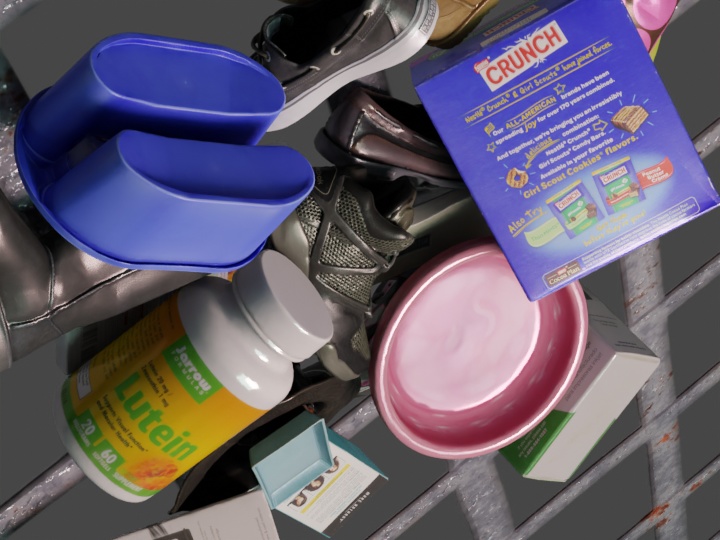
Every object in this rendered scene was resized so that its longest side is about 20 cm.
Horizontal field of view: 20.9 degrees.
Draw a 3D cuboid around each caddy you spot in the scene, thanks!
[{"bbox_3d":[-0.130,-0.071,1.279,0.200,0.141,0.105,4,146,-42],"label":"caddy"}]

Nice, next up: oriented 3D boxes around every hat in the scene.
[{"bbox_3d":[-0.098,0.118,1.618,0.201,0.081,0.201,-35,166,-10],"label":"hat"}]

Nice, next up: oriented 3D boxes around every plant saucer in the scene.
[{"bbox_3d":[-0.059,0.159,1.638,0.070,0.019,0.200,-35,166,-8],"label":"plant saucer"},{"bbox_3d":[0.092,0.059,1.619,0.200,0.051,0.201,-12,118,-23],"label":"plant saucer"}]

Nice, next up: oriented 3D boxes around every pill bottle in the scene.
[{"bbox_3d":[-0.121,0.074,1.444,0.200,0.111,0.111,-37,153,18],"label":"pill bottle"}]

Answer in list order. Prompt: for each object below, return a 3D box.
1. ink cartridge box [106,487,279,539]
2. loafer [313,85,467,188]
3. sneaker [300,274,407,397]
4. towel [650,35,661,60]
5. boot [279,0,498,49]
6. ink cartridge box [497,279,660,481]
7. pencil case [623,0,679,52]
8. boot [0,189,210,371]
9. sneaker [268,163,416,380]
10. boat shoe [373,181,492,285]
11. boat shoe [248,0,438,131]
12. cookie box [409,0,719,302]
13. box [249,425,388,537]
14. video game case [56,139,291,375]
[{"bbox_3d":[-0.168,0.247,1.627,0.200,0.067,0.116,-18,172,-7],"label":"ink cartridge box"},{"bbox_3d":[0.051,-0.107,1.545,0.200,0.072,0.063,0,124,-47],"label":"loafer"},{"bbox_3d":[0.031,0.048,1.713,0.200,0.086,0.080,-25,168,6],"label":"sneaker"},{"bbox_3d":[0.188,-0.184,1.660,0.200,0.023,0.144,-23,145,-31],"label":"towel"},{"bbox_3d":[0.046,-0.239,1.376,0.200,0.066,0.175,12,119,-54],"label":"boot"},{"bbox_3d":[0.144,0.068,1.745,0.083,0.200,0.147,11,119,-52],"label":"ink cartridge box"},{"bbox_3d":[0.182,-0.169,1.562,0.200,0.091,0.094,-65,168,14],"label":"pencil case"},{"bbox_3d":[-0.183,-0.033,1.336,0.200,0.066,0.165,-25,139,-26],"label":"boot"},{"bbox_3d":[0.000,0.000,1.501,0.114,0.076,0.199,-14,125,4],"label":"sneaker"},{"bbox_3d":[0.042,-0.043,1.609,0.201,0.072,0.070,-18,133,-27],"label":"boat shoe"},{"bbox_3d":[-0.037,-0.152,1.323,0.066,0.070,0.200,28,151,-34],"label":"boat shoe"},{"bbox_3d":[0.157,-0.106,1.498,0.171,0.075,0.200,-28,109,5],"label":"cookie box"},{"bbox_3d":[-0.052,0.181,1.795,0.082,0.049,0.200,-45,150,2],"label":"box"},{"bbox_3d":[-0.141,-0.010,1.480,0.200,0.018,0.143,-25,145,-29],"label":"video game case"}]
